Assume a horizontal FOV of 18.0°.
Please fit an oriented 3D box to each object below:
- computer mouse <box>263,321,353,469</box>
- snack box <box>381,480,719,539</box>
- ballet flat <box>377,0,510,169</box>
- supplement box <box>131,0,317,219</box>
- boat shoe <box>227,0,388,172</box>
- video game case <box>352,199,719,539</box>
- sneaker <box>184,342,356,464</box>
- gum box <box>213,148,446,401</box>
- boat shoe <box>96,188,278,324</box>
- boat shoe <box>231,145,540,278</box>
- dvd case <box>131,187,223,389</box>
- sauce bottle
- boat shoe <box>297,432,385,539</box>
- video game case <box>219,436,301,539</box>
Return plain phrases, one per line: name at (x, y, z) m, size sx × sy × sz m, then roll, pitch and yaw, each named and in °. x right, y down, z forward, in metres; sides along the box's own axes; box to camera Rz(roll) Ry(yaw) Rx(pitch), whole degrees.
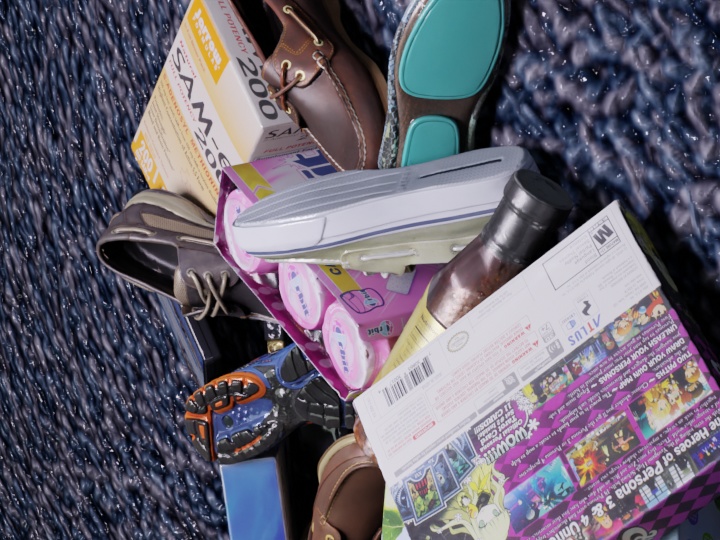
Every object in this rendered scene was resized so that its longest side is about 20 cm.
computer mouse at (-0.040, 0.076, 1.662) m, size 0.140 × 0.046 × 0.202 m, roll -3°, pitch 98°, yaw 60°
snack box at (0.103, 0.160, 1.279) m, size 0.199 × 0.053 × 0.143 m, roll -14°, pitch 61°, yaw 34°
ballet flat at (0.045, -0.117, 1.413) m, size 0.074 × 0.074 × 0.201 m, roll 51°, pitch 138°, yaw 41°
supplement box at (-0.093, -0.103, 1.661) m, size 0.127 × 0.073 × 0.200 m, roll 64°, pitch 149°, yaw 23°
boat shoe at (-0.037, -0.134, 1.529) m, size 0.201 × 0.070 × 0.071 m, roll 61°, pitch 141°, yaw 37°
video game case at (0.105, 0.086, 1.255) m, size 0.200 × 0.036 × 0.182 m, roll -38°, pitch 48°, yaw 15°
sneaker at (-0.028, 0.071, 1.564) m, size 0.199 × 0.078 × 0.076 m, roll -16°, pitch 102°, yaw 28°
gum box at (0.000, 0.000, 1.487) m, size 0.200 × 0.113 × 0.067 m, roll 48°, pitch 140°, yaw 43°
boat shoe at (-0.103, 0.006, 1.610) m, size 0.199 × 0.073 × 0.075 m, roll 18°, pitch 132°, yaw 32°
boat shoe at (0.018, -0.025, 1.394) m, size 0.199 × 0.072 × 0.062 m, roll -9°, pitch 113°, yaw 21°
dvd case at (-0.140, 0.028, 1.777) m, size 0.200 × 0.017 × 0.143 m, roll 102°, pitch 144°, yaw -75°
sauce bottle at (0.064, 0.032, 1.360) m, size 0.066 × 0.066 × 0.201 m, roll 51°, pitch 121°, yaw 40°
boat shoe at (-0.001, 0.181, 1.589) m, size 0.201 × 0.071 × 0.068 m, roll 109°, pitch 165°, yaw -53°
video game case at (-0.067, 0.214, 1.686) m, size 0.181 × 0.045 × 0.202 m, roll -87°, pitch -9°, yaw -80°
